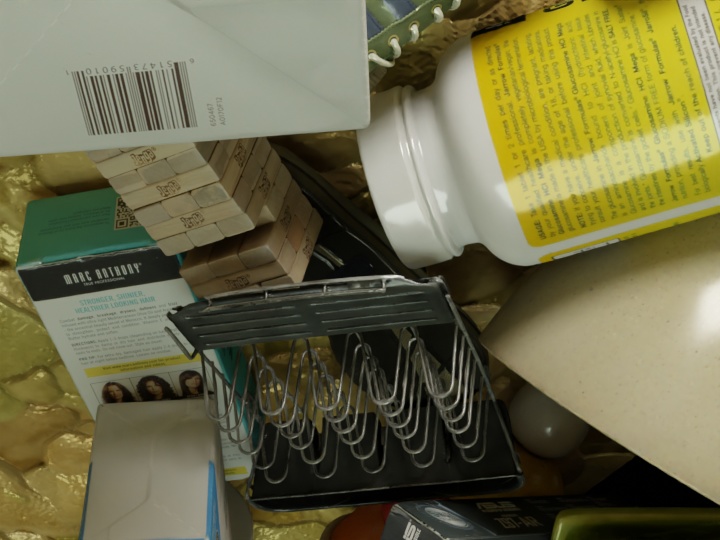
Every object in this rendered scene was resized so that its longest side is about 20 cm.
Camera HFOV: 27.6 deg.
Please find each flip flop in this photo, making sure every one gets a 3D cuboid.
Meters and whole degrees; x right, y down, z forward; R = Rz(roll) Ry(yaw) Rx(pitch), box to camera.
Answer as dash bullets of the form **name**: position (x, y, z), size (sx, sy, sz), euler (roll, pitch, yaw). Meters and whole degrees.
- **flip flop**: position (0.000, 0.000, 0.783), size (0.081, 0.058, 0.200), euler (-30, 115, 33)

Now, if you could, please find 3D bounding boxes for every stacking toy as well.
- **stacking toy**: position (0.078, 0.147, 0.902), size (0.146, 0.146, 0.200), euler (23, 115, -25)

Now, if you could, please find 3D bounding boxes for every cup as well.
- **cup**: position (0.182, 0.027, 0.740), size (0.200, 0.200, 0.143), euler (29, 95, -29)

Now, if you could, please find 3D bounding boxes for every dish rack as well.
- **dish rack**: position (-0.006, 0.063, 0.738), size (0.153, 0.055, 0.200), euler (-8, 152, 11)

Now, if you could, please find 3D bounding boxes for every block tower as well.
- **block tower**: position (-0.093, -0.071, 0.668), size (0.054, 0.058, 0.200), euler (-16, 125, 27)

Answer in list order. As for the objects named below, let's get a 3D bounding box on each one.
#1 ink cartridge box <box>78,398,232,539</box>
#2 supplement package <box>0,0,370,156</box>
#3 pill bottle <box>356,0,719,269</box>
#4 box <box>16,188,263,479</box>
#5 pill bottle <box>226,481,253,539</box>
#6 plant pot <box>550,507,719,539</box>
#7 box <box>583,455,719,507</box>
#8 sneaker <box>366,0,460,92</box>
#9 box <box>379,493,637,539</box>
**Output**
- **ink cartridge box**: position (-0.102, 0.183, 0.793), size (0.068, 0.115, 0.200), euler (-4, 122, -1)
- **supplement package**: position (-0.078, -0.162, 0.498), size (0.152, 0.200, 0.151), euler (-4, 137, 1)
- **pill bottle**: position (0.105, -0.068, 0.672), size (0.200, 0.113, 0.113), euler (-16, 135, 13)
- **box**: position (-0.114, 0.042, 0.806), size (0.082, 0.049, 0.200), euler (-9, 136, 5)
- **pill bottle**: position (-0.125, 0.220, 0.957), size (0.111, 0.111, 0.200), euler (6, 136, -10)
- **plant pot**: position (0.185, 0.231, 0.759), size (0.199, 0.182, 0.200), euler (2, 112, -11)
- **box**: position (0.239, 0.219, 0.974), size (0.198, 0.123, 0.200), euler (24, 130, -28)
- **sneaker**: position (0.000, -0.111, 0.619), size (0.200, 0.067, 0.090), euler (-8, 95, -4)
- **box**: position (0.077, 0.210, 0.838), size (0.200, 0.044, 0.160), euler (5, 107, -43)
